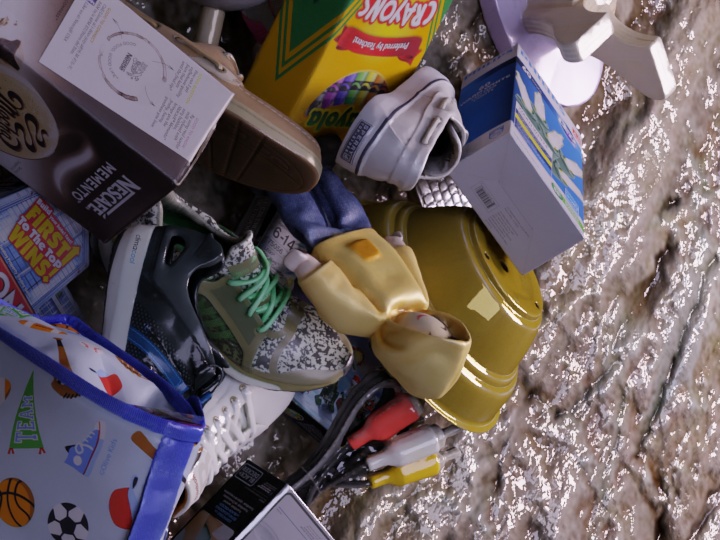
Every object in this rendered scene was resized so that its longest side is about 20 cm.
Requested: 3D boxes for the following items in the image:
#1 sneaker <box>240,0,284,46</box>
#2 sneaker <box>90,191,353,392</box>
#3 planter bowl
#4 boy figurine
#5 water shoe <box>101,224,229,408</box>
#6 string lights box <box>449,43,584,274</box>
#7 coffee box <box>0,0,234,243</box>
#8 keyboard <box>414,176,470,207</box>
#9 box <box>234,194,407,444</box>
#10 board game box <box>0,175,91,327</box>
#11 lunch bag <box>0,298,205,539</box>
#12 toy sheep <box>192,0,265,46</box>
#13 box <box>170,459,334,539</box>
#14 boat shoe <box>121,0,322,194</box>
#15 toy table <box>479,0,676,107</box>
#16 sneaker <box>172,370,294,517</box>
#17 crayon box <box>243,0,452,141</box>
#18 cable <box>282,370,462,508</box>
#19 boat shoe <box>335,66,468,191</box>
[{"bbox_3d":[-0.013,-0.241,1.179,0.200,0.088,0.081,-54,125,-26],"label":"sneaker"},{"bbox_3d":[-0.084,0.011,1.080,0.200,0.089,0.077,33,57,-11],"label":"sneaker"},{"bbox_3d":[0.080,0.014,1.215,0.200,0.083,0.201,46,25,-29],"label":"planter bowl"},{"bbox_3d":[0.000,0.000,1.094,0.124,0.064,0.200,-3,52,-50],"label":"boy figurine"},{"bbox_3d":[-0.122,0.069,1.005,0.079,0.072,0.201,3,82,0],"label":"water shoe"},{"bbox_3d":[0.123,-0.091,1.254,0.103,0.059,0.200,53,21,-18],"label":"string lights box"},{"bbox_3d":[-0.191,-0.119,0.957,0.200,0.113,0.080,38,56,-15],"label":"coffee box"},{"bbox_3d":[0.070,-0.061,1.320,0.056,0.011,0.201,-36,116,-36],"label":"keyboard"},{"bbox_3d":[-0.029,0.041,1.213,0.200,0.040,0.137,43,64,-35],"label":"box"},{"bbox_3d":[-0.231,0.030,1.011,0.200,0.062,0.200,-44,120,-31],"label":"board game box"},{"bbox_3d":[-0.175,0.124,0.898,0.124,0.200,0.171,16,97,-45],"label":"lunch bag"},{"bbox_3d":[-0.090,-0.247,1.086,0.138,0.138,0.201,6,102,-43],"label":"toy sheep"},{"bbox_3d":[-0.102,0.246,1.114,0.200,0.060,0.117,-44,121,-16],"label":"box"},{"bbox_3d":[-0.106,-0.122,1.061,0.200,0.071,0.065,31,58,-3],"label":"boat shoe"},{"bbox_3d":[0.186,-0.229,1.347,0.184,0.117,0.200,-54,126,-26],"label":"toy table"},{"bbox_3d":[-0.111,0.125,1.093,0.200,0.085,0.073,-30,127,-28],"label":"sneaker"},{"bbox_3d":[-0.008,-0.160,1.134,0.127,0.051,0.200,-7,131,-55],"label":"crayon box"},{"bbox_3d":[-0.018,0.148,1.181,0.200,0.050,0.097,-32,124,-18],"label":"cable"},{"bbox_3d":[0.044,-0.096,1.139,0.072,0.066,0.200,-60,173,16],"label":"boat shoe"}]
